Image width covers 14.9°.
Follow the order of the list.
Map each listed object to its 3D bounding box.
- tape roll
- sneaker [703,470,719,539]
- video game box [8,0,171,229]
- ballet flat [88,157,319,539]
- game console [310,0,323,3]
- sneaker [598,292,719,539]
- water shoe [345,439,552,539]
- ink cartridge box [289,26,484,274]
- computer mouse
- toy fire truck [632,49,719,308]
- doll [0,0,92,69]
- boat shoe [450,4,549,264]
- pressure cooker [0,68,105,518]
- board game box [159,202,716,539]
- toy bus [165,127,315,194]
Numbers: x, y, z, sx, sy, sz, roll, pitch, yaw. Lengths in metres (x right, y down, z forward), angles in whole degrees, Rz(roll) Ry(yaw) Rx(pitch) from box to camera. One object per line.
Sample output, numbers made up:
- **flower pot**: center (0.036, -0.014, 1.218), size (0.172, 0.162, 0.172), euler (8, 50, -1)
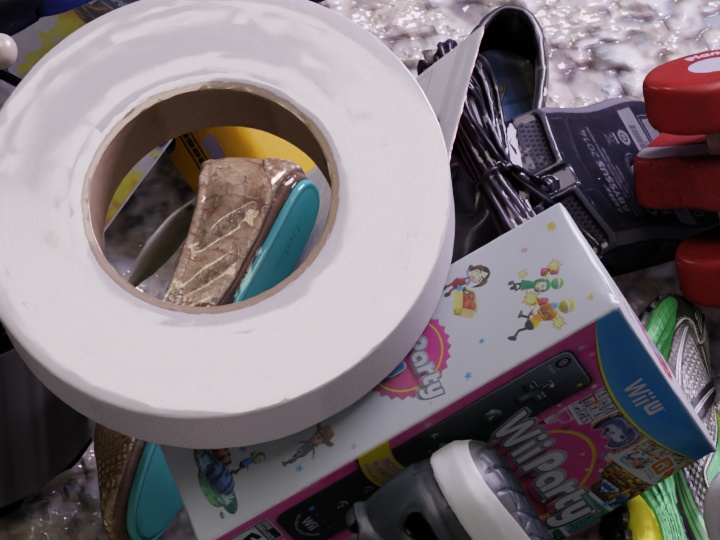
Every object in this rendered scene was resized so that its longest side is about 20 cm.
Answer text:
- **tape roll**: center (-0.061, -0.024, 1.144), size (0.203, 0.037, 0.203), euler (-2, 65, 5)
- **sneaker**: center (0.239, 0.118, 1.236), size (0.200, 0.073, 0.112), euler (36, 45, -16)
- **video game box**: center (-0.168, -0.125, 1.330), size (0.200, 0.182, 0.047), euler (35, 26, -8)
- **ballet flat**: center (-0.085, 0.033, 1.247), size (0.065, 0.071, 0.200), euler (17, 62, 20)
- **game console**: center (-0.115, -0.236, 1.505), size (0.200, 0.118, 0.171), euler (-2, 41, -4)
- **sneaker**: center (0.153, 0.102, 1.279), size (0.085, 0.078, 0.200), euler (5, 59, -8)
- **water shoe**: center (0.058, 0.157, 1.167), size (0.079, 0.200, 0.072), euler (-25, 27, 7)
- **ink cartridge box**: center (0.000, 0.000, 1.271), size (0.047, 0.200, 0.160), euler (32, 47, -19)
- **computer mouse**: center (0.106, -0.042, 1.361), size (0.200, 0.053, 0.139), euler (0, 58, -51)
- **toy fire truck**: center (0.233, -0.065, 1.318), size (0.200, 0.112, 0.168), euler (-4, 19, 27)
- **doll**: center (-0.163, -0.136, 1.231), size (0.200, 0.048, 0.136), euler (-17, 39, -11)
- **boat shoe**: center (0.061, -0.057, 1.402), size (0.070, 0.066, 0.200), euler (15, 51, 9)
- **pressure cooker**: center (-0.200, -0.002, 1.254), size (0.179, 0.200, 0.176), euler (-27, 57, -23)
- **board game box**: center (0.036, 0.075, 1.191), size (0.200, 0.148, 0.064), euler (-32, 54, 6)
- **toy bus**: center (-0.092, -0.126, 1.397), size (0.065, 0.078, 0.200), euler (-34, 95, -28)
